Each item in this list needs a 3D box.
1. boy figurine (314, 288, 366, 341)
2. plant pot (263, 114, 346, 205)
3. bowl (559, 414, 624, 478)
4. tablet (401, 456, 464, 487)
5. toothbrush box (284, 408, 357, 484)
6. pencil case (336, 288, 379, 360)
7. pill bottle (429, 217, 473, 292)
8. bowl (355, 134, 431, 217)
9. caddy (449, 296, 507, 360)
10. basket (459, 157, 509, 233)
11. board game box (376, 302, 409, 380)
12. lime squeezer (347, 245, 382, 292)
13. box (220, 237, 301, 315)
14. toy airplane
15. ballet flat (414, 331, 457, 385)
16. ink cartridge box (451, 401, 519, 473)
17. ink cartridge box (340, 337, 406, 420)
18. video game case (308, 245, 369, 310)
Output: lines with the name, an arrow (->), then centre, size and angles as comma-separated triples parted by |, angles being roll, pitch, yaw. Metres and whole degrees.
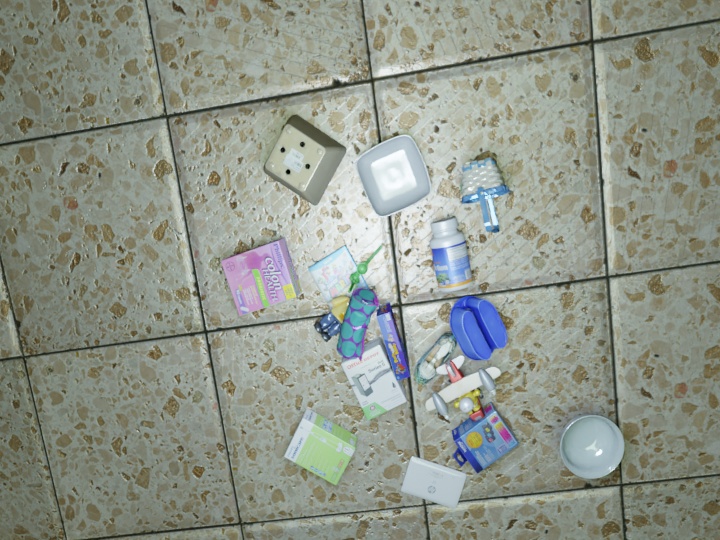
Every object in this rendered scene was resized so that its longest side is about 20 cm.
boy figurine -> -0.046, 0.136, 1.637 | 0.198, 0.064, 0.126 | -38, 92, 11
plant pot -> -0.173, -0.324, 1.534 | 0.196, 0.177, 0.204 | 31, 99, -2
bowl -> 0.710, 0.534, 1.653 | 0.193, 0.090, 0.209 | 0, 99, 3
tablet -> 0.242, 0.705, 1.750 | 0.194, 0.014, 0.134 | 17, 100, 1
toothbrush box -> -0.128, 0.572, 1.717 | 0.196, 0.086, 0.149 | 27, 100, -2
pencil case -> -0.008, 0.162, 1.572 | 0.090, 0.085, 0.206 | 22, 113, 12
pill bottle -> 0.267, -0.049, 1.580 | 0.108, 0.112, 0.207 | -13, 98, 6
bowl -> 0.100, -0.282, 1.574 | 0.195, 0.075, 0.205 | -23, 97, 8
caddy -> 0.357, 0.178, 1.617 | 0.139, 0.105, 0.204 | -30, 97, -16
basket -> 0.363, -0.211, 1.524 | 0.135, 0.175, 0.207 | -17, 84, 21
board game box -> 0.101, 0.215, 1.621 | 0.043, 0.135, 0.206 | -17, 97, 6
lime squeezer -> 0.000, 0.000, 1.616 | 0.037, 0.071, 0.201 | 33, 58, 5
box -> -0.305, 0.018, 1.636 | 0.194, 0.097, 0.182 | -17, 97, 6
toy airplane -> 0.311, 0.365, 1.598 | 0.192, 0.142, 0.206 | 13, 114, -3
ballet flat -> 0.232, 0.279, 1.656 | 0.073, 0.074, 0.203 | 32, 99, -2
ink cartridge box -> 0.384, 0.543, 1.685 | 0.198, 0.076, 0.138 | -38, 95, 10
ink cartridge box -> 0.042, 0.341, 1.669 | 0.142, 0.084, 0.205 | -26, 96, 7
video game case -> -0.058, 0.046, 1.664 | 0.140, 0.018, 0.204 | -29, 96, 8
